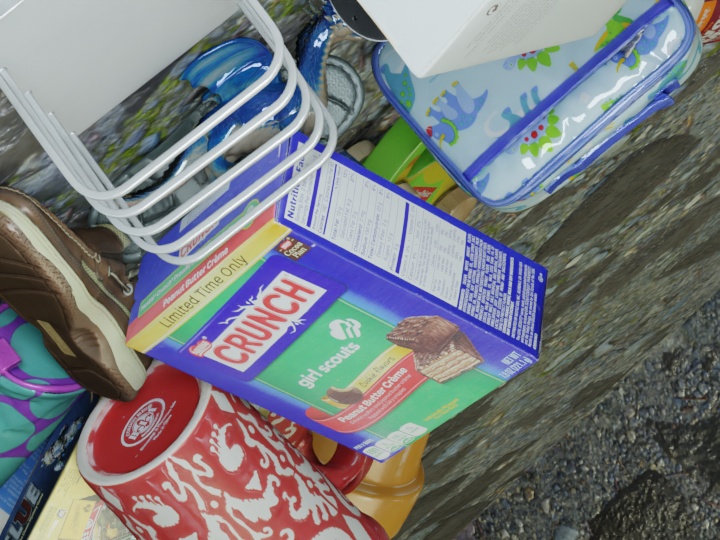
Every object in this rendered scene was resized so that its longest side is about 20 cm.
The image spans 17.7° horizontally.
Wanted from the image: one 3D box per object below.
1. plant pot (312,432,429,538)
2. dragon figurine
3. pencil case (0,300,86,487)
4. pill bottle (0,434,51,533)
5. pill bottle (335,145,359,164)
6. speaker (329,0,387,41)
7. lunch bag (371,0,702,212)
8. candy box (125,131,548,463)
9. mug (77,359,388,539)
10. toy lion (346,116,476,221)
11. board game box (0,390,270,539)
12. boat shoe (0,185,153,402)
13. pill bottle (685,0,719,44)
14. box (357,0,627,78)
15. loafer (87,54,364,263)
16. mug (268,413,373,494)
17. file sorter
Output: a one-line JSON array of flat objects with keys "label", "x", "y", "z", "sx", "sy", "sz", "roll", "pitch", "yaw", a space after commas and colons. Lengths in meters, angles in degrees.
[{"label": "plant pot", "x": -0.010, "y": 0.111, "z": 2.067, "sx": 0.200, "sy": 0.200, "sz": 0.184, "roll": -13, "pitch": 136, "yaw": -61}, {"label": "dragon figurine", "x": -0.074, "y": -0.103, "z": 1.418, "sx": 0.199, "sy": 0.100, "sz": 0.059, "roll": -19, "pitch": 167, "yaw": 2}, {"label": "pencil case", "x": -0.258, "y": 0.100, "z": 1.560, "sx": 0.092, "sy": 0.085, "sz": 0.200, "roll": 2, "pitch": 144, "yaw": -41}, {"label": "pill bottle", "x": -0.224, "y": 0.126, "z": 1.680, "sx": 0.200, "sy": 0.112, "sz": 0.112, "roll": -46, "pitch": 164, "yaw": 29}, {"label": "pill bottle", "x": 0.000, "y": 0.000, "z": 1.582, "sx": 0.112, "sy": 0.200, "sz": 0.112, "roll": -49, "pitch": 173, "yaw": -8}, {"label": "speaker", "x": 0.069, "y": -0.203, "z": 1.411, "sx": 0.200, "sy": 0.081, "sz": 0.081, "roll": -27, "pitch": 163, "yaw": -42}, {"label": "lunch bag", "x": 0.123, "y": -0.146, "z": 1.572, "sx": 0.200, "sy": 0.161, "sz": 0.082, "roll": -39, "pitch": 167, "yaw": 10}, {"label": "candy box", "x": -0.014, "y": 0.021, "z": 1.415, "sx": 0.169, "sy": 0.199, "sz": 0.077, "roll": -37, "pitch": -146, "yaw": 44}, {"label": "mug", "x": -0.085, "y": 0.143, "z": 1.549, "sx": 0.133, "sy": 0.200, "sz": 0.178, "roll": -22, "pitch": -142, "yaw": 25}, {"label": "toy lion", "x": 0.084, "y": -0.116, "z": 1.807, "sx": 0.192, "sy": 0.069, "sz": 0.200, "roll": -50, "pitch": 163, "yaw": 17}, {"label": "board game box", "x": -0.151, "y": 0.133, "z": 1.591, "sx": 0.135, "sy": 0.035, "sz": 0.201, "roll": 22, "pitch": 100, "yaw": -37}, {"label": "boat shoe", "x": -0.178, "y": -0.001, "z": 1.428, "sx": 0.075, "sy": 0.074, "sz": 0.203, "roll": -61, "pitch": 152, "yaw": -23}, {"label": "pill bottle", "x": 0.217, "y": -0.215, "z": 1.700, "sx": 0.110, "sy": 0.110, "sz": 0.200, "roll": -46, "pitch": 165, "yaw": 30}, {"label": "box", "x": 0.068, "y": -0.205, "z": 1.251, "sx": 0.106, "sy": 0.153, "sz": 0.200, "roll": -47, "pitch": 163, "yaw": 32}, {"label": "loafer", "x": -0.087, "y": -0.078, "z": 1.489, "sx": 0.199, "sy": 0.072, "sz": 0.063, "roll": -32, "pitch": -174, "yaw": 5}, {"label": "mug", "x": -0.063, "y": 0.087, "z": 1.895, "sx": 0.177, "sy": 0.134, "sz": 0.200, "roll": 13, "pitch": 138, "yaw": -19}, {"label": "file sorter", "x": -0.103, "y": -0.096, "z": 1.231, "sx": 0.139, "sy": 0.125, "sz": 0.200, "roll": -37, "pitch": 167, "yaw": 0}]
